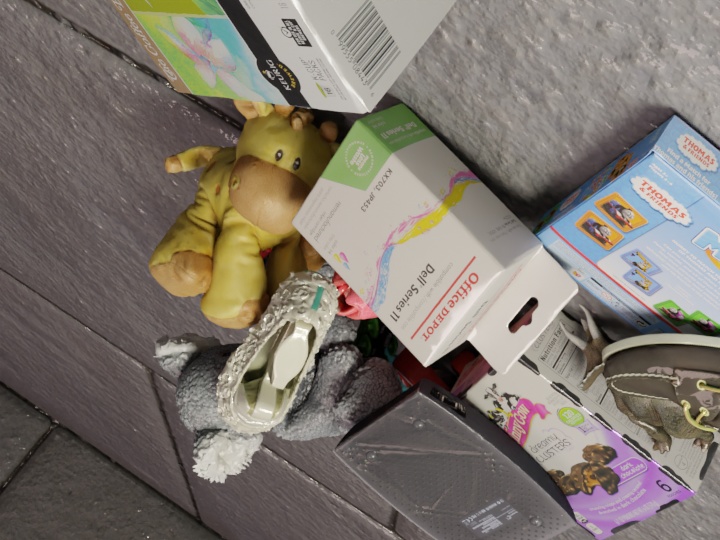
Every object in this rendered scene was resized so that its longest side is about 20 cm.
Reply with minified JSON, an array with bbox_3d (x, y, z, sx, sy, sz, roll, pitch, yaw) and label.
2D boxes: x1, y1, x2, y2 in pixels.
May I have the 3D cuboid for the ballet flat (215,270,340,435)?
[{"bbox_3d":[-0.077,0.085,1.064,0.071,0.072,0.201,33,127,8],"label":"ballet flat"}]

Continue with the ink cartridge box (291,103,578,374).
[{"bbox_3d":[0.054,-0.013,0.948,0.200,0.067,0.117,46,127,14],"label":"ink cartridge box"}]

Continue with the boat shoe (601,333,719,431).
[{"bbox_3d":[0.262,0.083,0.884,0.200,0.061,0.072,-2,158,34],"label":"boat shoe"}]

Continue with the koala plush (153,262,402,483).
[{"bbox_3d":[-0.092,0.112,1.220,0.179,0.198,0.184,65,155,17],"label":"koala plush"}]

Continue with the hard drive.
[{"bbox_3d":[0.088,0.186,1.135,0.200,0.042,0.135,40,127,-16],"label":"hard drive"}]

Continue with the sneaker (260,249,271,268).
[{"bbox_3d":[-0.073,-0.006,1.297,0.095,0.080,0.200,13,156,-15],"label":"sneaker"}]

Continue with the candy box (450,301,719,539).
[{"bbox_3d":[0.191,0.139,1.125,0.199,0.072,0.168,37,148,-1],"label":"candy box"}]

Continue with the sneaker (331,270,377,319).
[{"bbox_3d":[0.000,0.000,1.105,0.074,0.087,0.200,51,174,-10],"label":"sneaker"}]

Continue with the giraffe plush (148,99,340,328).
[{"bbox_3d":[-0.077,-0.066,1.072,0.171,0.202,0.162,9,151,-26],"label":"giraffe plush"}]

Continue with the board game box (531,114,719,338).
[{"bbox_3d":[0.218,-0.013,0.865,0.151,0.037,0.200,38,159,-3],"label":"board game box"}]

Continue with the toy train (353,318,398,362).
[{"bbox_3d":[0.002,0.098,1.318,0.041,0.057,0.201,0,138,-20],"label":"toy train"}]

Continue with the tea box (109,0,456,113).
[{"bbox_3d":[-0.071,-0.218,0.767,0.196,0.134,0.201,14,149,45],"label":"tea box"}]

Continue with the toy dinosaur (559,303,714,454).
[{"bbox_3d":[0.245,0.101,0.985,0.102,0.078,0.199,31,174,-36],"label":"toy dinosaur"}]

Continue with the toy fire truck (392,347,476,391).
[{"bbox_3d":[0.099,0.156,1.302,0.200,0.112,0.168,46,175,-20],"label":"toy fire truck"}]

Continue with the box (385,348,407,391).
[{"bbox_3d":[0.050,0.168,1.453,0.200,0.049,0.082,49,155,-26],"label":"box"}]
